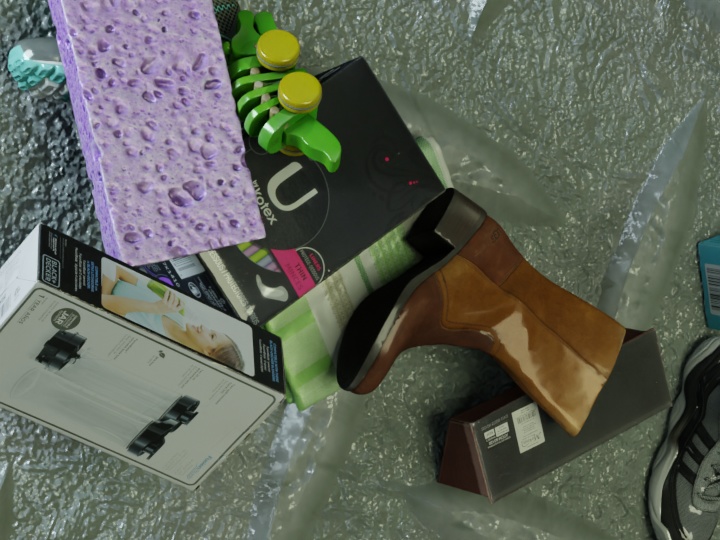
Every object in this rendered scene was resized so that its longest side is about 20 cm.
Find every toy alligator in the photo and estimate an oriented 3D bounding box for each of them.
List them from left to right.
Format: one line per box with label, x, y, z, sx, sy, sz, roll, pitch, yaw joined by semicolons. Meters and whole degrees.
toy alligator;-0.074;-0.143;1.662;0.054;0.200;0.059;-17;149;-19

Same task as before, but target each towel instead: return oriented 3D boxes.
towel;0.000;0.000;1.844;0.200;0.031;0.149;-30;110;-26

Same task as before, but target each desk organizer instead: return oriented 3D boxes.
desk organizer;0.152;0.112;1.931;0.200;0.077;0.072;-25;109;-30

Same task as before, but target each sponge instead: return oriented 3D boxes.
sponge;-0.140;-0.107;1.620;0.111;0.030;0.200;-12;89;-27

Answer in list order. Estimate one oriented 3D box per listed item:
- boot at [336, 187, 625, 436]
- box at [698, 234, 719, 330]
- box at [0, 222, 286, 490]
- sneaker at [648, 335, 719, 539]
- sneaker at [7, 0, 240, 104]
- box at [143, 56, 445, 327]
boot;0.095;0.065;1.845;0.200;0.068;0.188;40;62;-19
box;0.393;-0.010;2.101;0.200;0.049;0.082;-18;107;-32
box;-0.163;0.062;1.597;0.200;0.060;0.117;26;125;-26
sneaker;0.319;0.159;2.033;0.075;0.114;0.201;15;88;-35
sneaker;-0.164;-0.168;1.686;0.200;0.078;0.091;-5;83;-38
box;-0.059;-0.050;1.728;0.200;0.106;0.122;-37;100;-26
